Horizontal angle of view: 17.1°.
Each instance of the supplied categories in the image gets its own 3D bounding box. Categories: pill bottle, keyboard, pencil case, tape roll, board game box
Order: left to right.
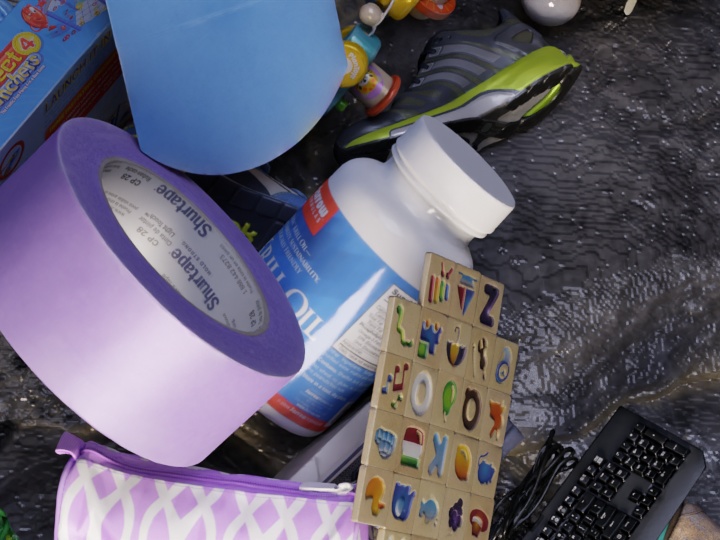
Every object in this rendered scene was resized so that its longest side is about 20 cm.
[{"bbox_3d":[-0.206,-0.087,1.528,0.056,0.196,0.200,30,60,11],"label":"board game box"},{"bbox_3d":[-0.131,0.012,1.408,0.085,0.200,0.200,-43,72,17],"label":"tape roll"},{"bbox_3d":[-0.092,-0.162,1.480,0.158,0.039,0.201,-23,111,-30],"label":"board game box"},{"bbox_3d":[-0.085,0.153,1.438,0.199,0.086,0.084,6,33,5],"label":"pencil case"},{"bbox_3d":[0.000,0.000,1.516,0.200,0.112,0.112,-46,74,14],"label":"pill bottle"},{"bbox_3d":[0.126,0.166,1.525,0.104,0.040,0.200,25,65,30],"label":"keyboard"}]

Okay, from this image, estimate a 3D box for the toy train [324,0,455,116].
[{"bbox_3d":[0.017,-0.162,1.660,0.056,0.150,0.200,39,68,-5],"label":"toy train"}]

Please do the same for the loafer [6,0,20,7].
[{"bbox_3d":[-0.293,-0.211,1.654,0.199,0.070,0.070,14,68,-3],"label":"loafer"}]

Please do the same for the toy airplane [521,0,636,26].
[{"bbox_3d":[0.159,-0.238,1.711,0.199,0.142,0.199,21,17,11],"label":"toy airplane"}]

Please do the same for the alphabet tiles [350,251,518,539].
[{"bbox_3d":[0.048,0.096,1.460,0.006,0.166,0.201,5,82,31],"label":"alphabet tiles"}]

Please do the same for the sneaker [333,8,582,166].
[{"bbox_3d":[0.057,-0.120,1.681,0.200,0.074,0.081,-26,62,-30],"label":"sneaker"}]

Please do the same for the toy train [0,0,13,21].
[{"bbox_3d":[-0.309,-0.127,1.600,0.199,0.087,0.115,8,69,-10],"label":"toy train"}]

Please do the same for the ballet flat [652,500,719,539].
[{"bbox_3d":[0.186,0.235,1.509,0.067,0.068,0.200,32,62,-2],"label":"ballet flat"}]

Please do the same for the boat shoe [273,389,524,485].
[{"bbox_3d":[0.016,0.132,1.529,0.200,0.075,0.093,-41,94,-15],"label":"boat shoe"}]

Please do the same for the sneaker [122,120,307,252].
[{"bbox_3d":[-0.079,-0.042,1.593,0.200,0.074,0.082,35,19,-16],"label":"sneaker"}]

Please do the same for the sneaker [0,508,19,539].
[{"bbox_3d":[-0.235,0.168,1.454,0.200,0.074,0.084,29,64,6],"label":"sneaker"}]
